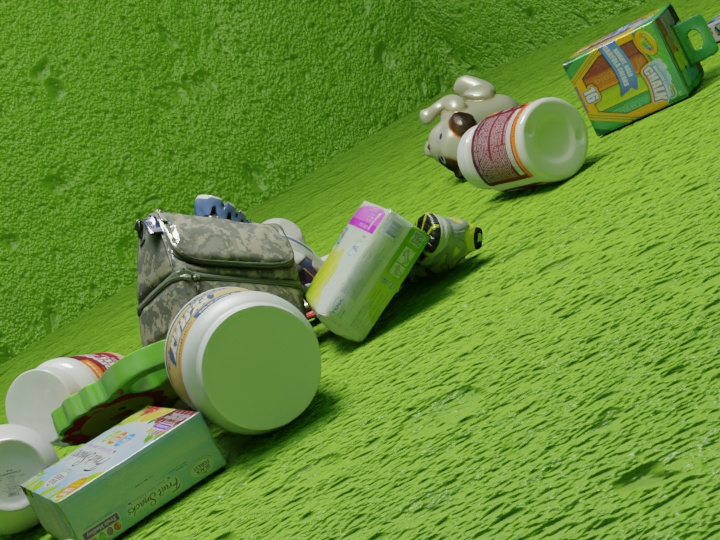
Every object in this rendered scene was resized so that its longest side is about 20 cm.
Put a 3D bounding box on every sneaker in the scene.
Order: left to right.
[{"bbox_3d":[-0.159,-0.008,1.988,0.080,0.198,0.116,-21,44,64],"label":"sneaker"},{"bbox_3d":[0.090,-0.020,1.797,0.076,0.076,0.200,6,-8,-14],"label":"sneaker"}]

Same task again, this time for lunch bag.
[{"bbox_3d":[-0.176,0.015,1.776,0.198,0.169,0.139,4,-28,-31],"label":"lunch bag"}]

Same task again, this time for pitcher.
[{"bbox_3d":[-0.383,0.235,1.669,0.170,0.122,0.200,-15,-7,-19],"label":"pitcher"}]

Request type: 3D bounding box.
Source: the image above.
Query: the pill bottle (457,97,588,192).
[{"bbox_3d":[0.222,-0.172,2.034,0.114,0.115,0.200,-32,10,-22],"label":"pill bottle"}]

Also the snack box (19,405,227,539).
[{"bbox_3d":[-0.247,0.210,1.488,0.168,0.068,0.200,-32,8,-21],"label":"snack box"}]

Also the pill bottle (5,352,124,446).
[{"bbox_3d":[-0.357,0.162,1.822,0.109,0.110,0.200,-26,-6,14],"label":"pill bottle"}]

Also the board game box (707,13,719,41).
[{"bbox_3d":[0.679,-0.443,2.411,0.199,0.035,0.126,-21,11,42],"label":"board game box"}]

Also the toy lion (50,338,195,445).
[{"bbox_3d":[-0.260,0.139,1.668,0.190,0.069,0.200,-18,-20,-24],"label":"toy lion"}]

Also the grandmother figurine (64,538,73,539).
[{"bbox_3d":[-0.327,0.298,1.277,0.199,0.061,0.121,-30,17,7],"label":"grandmother figurine"}]

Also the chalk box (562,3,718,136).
[{"bbox_3d":[0.421,-0.303,2.129,0.199,0.126,0.124,-25,9,31],"label":"chalk box"}]

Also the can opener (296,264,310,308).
[{"bbox_3d":[-0.044,0.010,1.913,0.198,0.067,0.054,-22,31,7],"label":"can opener"}]

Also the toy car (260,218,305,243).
[{"bbox_3d":[-0.189,-0.007,2.143,0.176,0.150,0.200,-54,-6,31],"label":"toy car"}]

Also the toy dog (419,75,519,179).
[{"bbox_3d":[0.191,-0.229,2.487,0.192,0.141,0.200,18,29,23],"label":"toy dog"}]

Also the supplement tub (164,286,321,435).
[{"bbox_3d":[-0.122,0.092,1.508,0.144,0.146,0.200,-30,9,-13],"label":"supplement tub"}]

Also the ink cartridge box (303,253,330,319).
[{"bbox_3d":[-0.060,0.022,2.037,0.161,0.050,0.200,-22,8,38],"label":"ink cartridge box"}]

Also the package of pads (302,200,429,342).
[{"bbox_3d":[0.000,0.000,1.737,0.155,0.068,0.200,-57,10,-1],"label":"package of pads"}]
